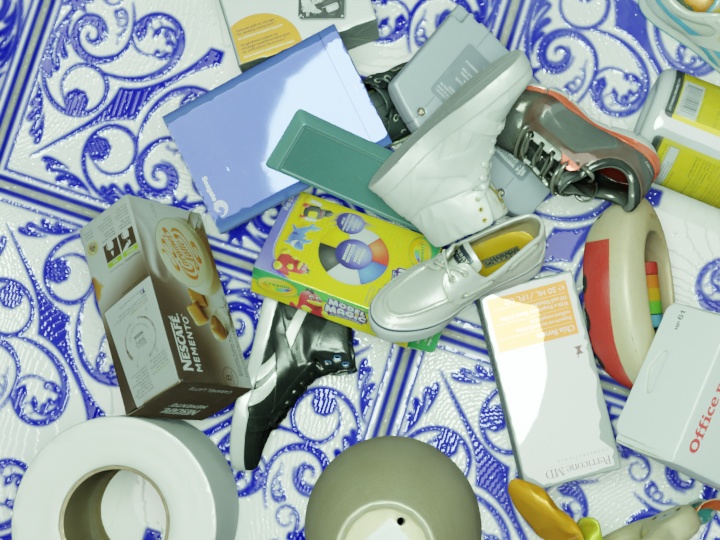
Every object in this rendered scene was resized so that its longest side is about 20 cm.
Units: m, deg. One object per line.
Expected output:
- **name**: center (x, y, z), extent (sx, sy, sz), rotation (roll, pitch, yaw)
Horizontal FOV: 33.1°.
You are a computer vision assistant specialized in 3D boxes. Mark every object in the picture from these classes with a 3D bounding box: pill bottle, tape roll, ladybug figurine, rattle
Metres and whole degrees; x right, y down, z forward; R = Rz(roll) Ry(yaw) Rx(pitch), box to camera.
- **pill bottle**: center (0.375, -0.117, 1.216), extent (0.197, 0.112, 0.113), rotation (23, 86, 5)
- **tape roll**: center (-0.228, 0.245, 1.204), extent (0.199, 0.139, 0.206), rotation (0, 85, 3)
- **ladybug figurine**: center (0.266, 0.028, 1.207), extent (0.071, 0.135, 0.204), rotation (-8, 81, 30)
- **rattle**: center (0.262, 0.228, 1.191), extent (0.198, 0.130, 0.144), rotation (-31, 70, -4)

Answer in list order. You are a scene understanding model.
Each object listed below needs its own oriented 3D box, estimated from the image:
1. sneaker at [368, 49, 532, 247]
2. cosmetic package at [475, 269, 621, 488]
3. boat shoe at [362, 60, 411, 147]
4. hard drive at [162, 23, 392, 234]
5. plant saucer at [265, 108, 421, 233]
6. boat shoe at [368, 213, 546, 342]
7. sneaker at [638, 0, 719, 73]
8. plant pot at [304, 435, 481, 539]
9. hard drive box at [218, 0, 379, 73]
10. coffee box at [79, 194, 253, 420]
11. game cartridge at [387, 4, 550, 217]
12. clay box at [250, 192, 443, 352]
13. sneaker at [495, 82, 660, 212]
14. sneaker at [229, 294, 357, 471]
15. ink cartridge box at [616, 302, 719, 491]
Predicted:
- **sneaker**: center (0.114, -0.110, 1.162), extent (0.115, 0.074, 0.200), rotation (43, 117, -11)
- **cosmetic package**: center (0.188, 0.111, 1.226), extent (0.100, 0.071, 0.203), rotation (-14, 84, 2)
- **boat shoe**: center (0.016, -0.167, 1.264), extent (0.197, 0.066, 0.075), rotation (-27, 83, 1)
- **hard drive**: center (-0.084, -0.142, 1.225), extent (0.198, 0.025, 0.133), rotation (-27, 93, 4)
- **plant saucer**: center (0.005, -0.094, 1.218), extent (0.198, 0.019, 0.070), rotation (22, 115, -27)
- **boat shoe**: center (0.095, 0.001, 1.169), extent (0.198, 0.070, 0.071), rotation (-23, 59, -14)
- **sneaker**: center (0.381, -0.252, 1.244), extent (0.198, 0.081, 0.077), rotation (28, 85, 4)
- **plant pot**: center (0.029, 0.257, 1.157), extent (0.184, 0.200, 0.191), rotation (0, 84, 3)
- **hard drive box**: center (-0.082, -0.323, 1.280), extent (0.154, 0.077, 0.203), rotation (-19, 83, 1)
- **coffee box**: center (-0.194, 0.039, 1.201), extent (0.079, 0.114, 0.202), rotation (-31, 65, 27)
- **game cartridge**: center (0.127, -0.154, 1.242), extent (0.200, 0.040, 0.134), rotation (44, 76, -10)
- **clay box**: center (0.000, 0.000, 1.234), extent (0.197, 0.048, 0.116), rotation (19, 52, 5)
- **sneaker**: center (0.191, -0.116, 1.170), extent (0.197, 0.078, 0.082), rotation (20, 49, 9)
- **sneaker**: center (-0.062, 0.115, 1.239), extent (0.110, 0.073, 0.203), rotation (12, 84, 6)
- **ink cartridge box**: center (0.359, 0.137, 1.159), extent (0.198, 0.084, 0.146), rotation (26, 86, -29)
